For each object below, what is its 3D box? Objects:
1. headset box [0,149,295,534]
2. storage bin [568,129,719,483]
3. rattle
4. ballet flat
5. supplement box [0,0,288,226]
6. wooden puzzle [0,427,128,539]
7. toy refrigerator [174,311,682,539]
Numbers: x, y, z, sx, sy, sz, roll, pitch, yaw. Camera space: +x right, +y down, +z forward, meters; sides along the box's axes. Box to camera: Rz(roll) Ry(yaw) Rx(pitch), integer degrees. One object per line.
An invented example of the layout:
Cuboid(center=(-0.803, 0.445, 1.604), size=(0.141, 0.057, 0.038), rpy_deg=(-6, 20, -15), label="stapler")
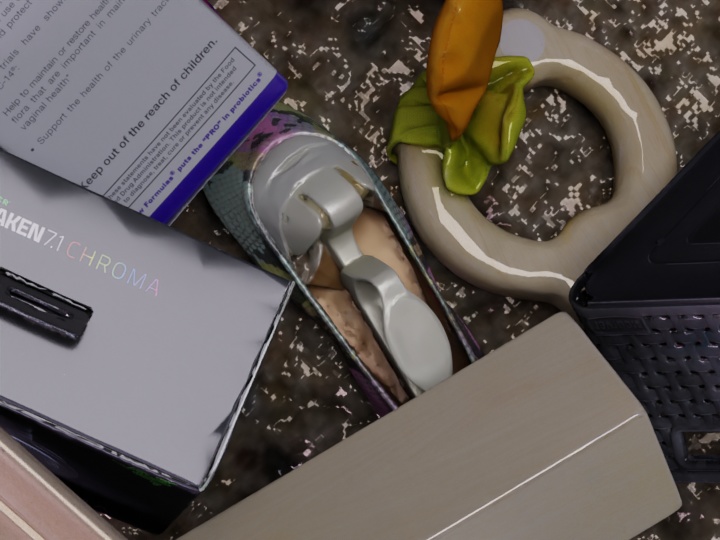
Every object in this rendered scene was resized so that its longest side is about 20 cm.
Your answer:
Cuboid(center=(-0.130, 0.024, 1.178), size=(0.173, 0.200, 0.093), rpy_deg=(25, 77, -5), label="headset box")
Cuboid(center=(0.200, -0.007, 1.234), size=(0.200, 0.135, 0.094), rpy_deg=(-43, 116, -34), label="storage bin")
Cuboid(center=(0.112, -0.036, 1.265), size=(0.130, 0.143, 0.200), rpy_deg=(-36, 80, -32), label="rattle")
Cuboid(center=(0.000, 0.000, 1.270), size=(0.069, 0.071, 0.200), rpy_deg=(-35, 86, -12), label="ballet flat")
Cuboid(center=(-0.141, -0.113, 1.197), size=(0.103, 0.101, 0.200), rpy_deg=(-48, 123, 4), label="supplement box")
Cuboid(center=(-0.139, 0.169, 1.155), size=(0.185, 0.037, 0.200), rpy_deg=(42, 116, -5), label="wooden puzzle")
Cuboid(center=(0.025, 0.108, 1.204), size=(0.199, 0.070, 0.076), rpy_deg=(-31, 41, -5), label="toy refrigerator")
